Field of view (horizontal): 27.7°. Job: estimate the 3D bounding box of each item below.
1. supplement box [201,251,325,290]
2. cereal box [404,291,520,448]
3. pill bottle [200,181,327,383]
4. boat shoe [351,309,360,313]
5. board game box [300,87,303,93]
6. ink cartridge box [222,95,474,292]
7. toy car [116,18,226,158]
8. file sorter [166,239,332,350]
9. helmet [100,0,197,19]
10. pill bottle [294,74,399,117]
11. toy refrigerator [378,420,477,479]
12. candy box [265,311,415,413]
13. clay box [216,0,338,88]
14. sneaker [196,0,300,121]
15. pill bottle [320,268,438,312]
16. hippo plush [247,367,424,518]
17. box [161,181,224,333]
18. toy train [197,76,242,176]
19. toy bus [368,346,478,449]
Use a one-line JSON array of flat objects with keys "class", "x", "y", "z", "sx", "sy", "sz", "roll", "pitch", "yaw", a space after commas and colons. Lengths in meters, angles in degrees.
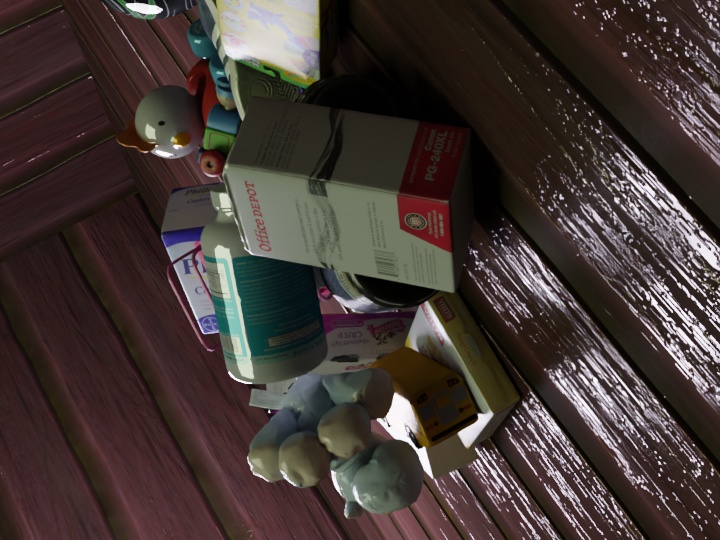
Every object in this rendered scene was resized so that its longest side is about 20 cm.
[{"class": "supplement box", "x": -0.067, "y": -0.023, "z": 1.637, "sx": 0.074, "sy": 0.199, "sz": 0.126, "roll": 66, "pitch": 170, "yaw": -16}, {"class": "cereal box", "x": 0.106, "y": 0.106, "z": 1.572, "sx": 0.145, "sy": 0.039, "sz": 0.200, "roll": 59, "pitch": 169, "yaw": 14}, {"class": "pill bottle", "x": -0.102, "y": 0.007, "z": 1.506, "sx": 0.111, "sy": 0.110, "sz": 0.202, "roll": -147, "pitch": 45, "yaw": -68}, {"class": "boat shoe", "x": 0.000, "y": 0.000, "z": 1.713, "sx": 0.061, "sy": 0.075, "sz": 0.200, "roll": 58, "pitch": 169, "yaw": -14}, {"class": "board game box", "x": -0.087, "y": -0.166, "z": 1.631, "sx": 0.201, "sy": 0.039, "sz": 0.158, "roll": 63, "pitch": 168, "yaw": -26}, {"class": "ink cartridge box", "x": -0.006, "y": -0.066, "z": 1.269, "sx": 0.198, "sy": 0.084, "sz": 0.146, "roll": 11, "pitch": 151, "yaw": 12}, {"class": "toy car", "x": -0.220, "y": -0.196, "z": 1.907, "sx": 0.177, "sy": 0.198, "sz": 0.185, "roll": 54, "pitch": 167, "yaw": 48}, {"class": "file sorter", "x": -0.132, "y": 0.002, "z": 1.906, "sx": 0.140, "sy": 0.199, "sz": 0.125, "roll": 63, "pitch": -155, "yaw": -6}, {"class": "helmet", "x": -0.233, "y": -0.371, "z": 1.599, "sx": 0.191, "sy": 0.200, "sz": 0.200, "roll": 41, "pitch": -173, "yaw": -46}, {"class": "pill bottle", "x": -0.023, "y": -0.127, "z": 1.417, "sx": 0.113, "sy": 0.111, "sz": 0.200, "roll": 62, "pitch": 169, "yaw": -1}, {"class": "toy refrigerator", "x": 0.074, "y": 0.176, "z": 1.818, "sx": 0.200, "sy": 0.069, "sz": 0.077, "roll": -142, "pitch": 33, "yaw": -63}, {"class": "candy box", "x": -0.025, "y": 0.112, "z": 1.761, "sx": 0.200, "sy": 0.135, "sz": 0.062, "roll": 132, "pitch": 133, "yaw": -59}, {"class": "clay box", "x": -0.080, "y": -0.252, "z": 1.405, "sx": 0.114, "sy": 0.048, "sz": 0.200, "roll": 24, "pitch": 160, "yaw": 8}, {"class": "sneaker", "x": -0.121, "y": -0.235, "z": 1.545, "sx": 0.084, "sy": 0.074, "sz": 0.202, "roll": -163, "pitch": 56, "yaw": -71}, {"class": "pill bottle", "x": 0.019, "y": -0.015, "z": 1.458, "sx": 0.113, "sy": 0.111, "sz": 0.200, "roll": 62, "pitch": 169, "yaw": -2}, {"class": "hippo plush", "x": -0.025, "y": 0.200, "z": 1.537, "sx": 0.199, "sy": 0.159, "sz": 0.162, "roll": 6, "pitch": 135, "yaw": 53}, {"class": "box", "x": -0.165, "y": -0.021, "z": 2.076, "sx": 0.106, "sy": 0.182, "sz": 0.201, "roll": -80, "pitch": -22, "yaw": -47}, {"class": "toy train", "x": -0.097, "y": -0.160, "z": 1.781, "sx": 0.085, "sy": 0.198, "sz": 0.117, "roll": -45, "pitch": -32, "yaw": -61}, {"class": "toy bus", "x": 0.060, "y": 0.136, "z": 1.577, "sx": 0.079, "sy": 0.065, "sz": 0.200, "roll": 65, "pitch": 168, "yaw": -13}]
